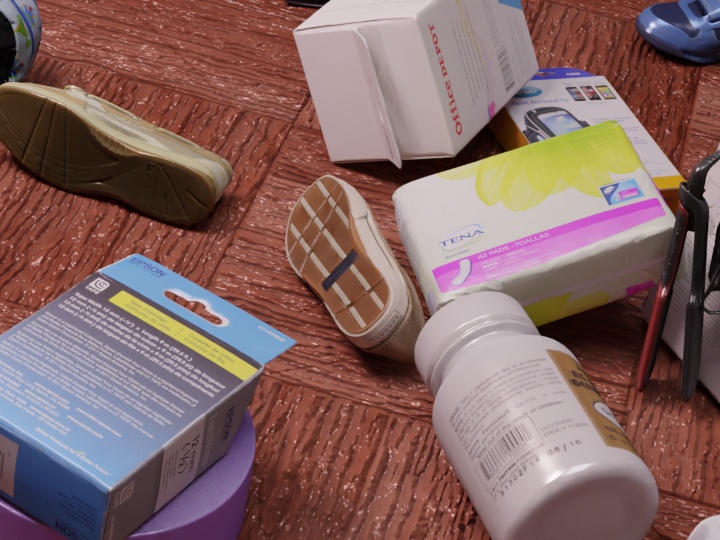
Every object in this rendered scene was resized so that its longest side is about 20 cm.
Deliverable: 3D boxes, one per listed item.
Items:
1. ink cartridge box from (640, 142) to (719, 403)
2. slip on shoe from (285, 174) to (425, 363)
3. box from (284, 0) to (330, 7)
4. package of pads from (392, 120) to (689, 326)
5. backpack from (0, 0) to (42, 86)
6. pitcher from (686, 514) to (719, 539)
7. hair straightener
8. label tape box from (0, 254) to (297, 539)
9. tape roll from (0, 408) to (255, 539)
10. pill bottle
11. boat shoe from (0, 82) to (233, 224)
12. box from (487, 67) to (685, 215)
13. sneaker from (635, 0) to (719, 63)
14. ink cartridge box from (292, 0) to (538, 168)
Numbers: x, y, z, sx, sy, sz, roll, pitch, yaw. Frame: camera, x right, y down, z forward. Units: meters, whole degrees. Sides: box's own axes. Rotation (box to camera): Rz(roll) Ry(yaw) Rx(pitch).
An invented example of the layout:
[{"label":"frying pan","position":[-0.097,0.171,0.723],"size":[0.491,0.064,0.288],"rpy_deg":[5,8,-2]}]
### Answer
[{"label":"ink cartridge box","position":[0.308,0.023,1.506],"size":[0.045,0.176,0.200],"rpy_deg":[-2,38,-33]},{"label":"slip on shoe","position":[0.000,0.000,1.560],"size":[0.061,0.076,0.200],"rpy_deg":[37,11,-36]},{"label":"box","position":[-0.018,-0.370,1.916],"size":[0.104,0.200,0.148],"rpy_deg":[3,37,-11]},{"label":"package of pads","position":[0.135,-0.031,1.575],"size":[0.200,0.068,0.155],"rpy_deg":[-18,40,-3]},{"label":"backpack","position":[-0.362,-0.209,1.662],"size":[0.200,0.163,0.154],"rpy_deg":[25,24,7]},{"label":"pitcher","position":[0.317,0.241,1.286],"size":[0.171,0.122,0.200],"rpy_deg":[1,25,-25]},{"label":"hair straightener","position":[0.261,0.005,1.500],"size":[0.077,0.201,0.041],"rpy_deg":[14,16,13]},{"label":"label tape box","position":[-0.157,0.080,1.301],"size":[0.143,0.066,0.200],"rpy_deg":[28,37,21]},{"label":"tape roll","position":[-0.172,0.127,1.340],"size":[0.200,0.066,0.200],"rpy_deg":[8,36,-6]},{"label":"pill bottle","position":[0.114,0.110,1.395],"size":[0.114,0.115,0.200],"rpy_deg":[-6,40,-22]},{"label":"boat shoe","position":[-0.202,-0.102,1.629],"size":[0.200,0.073,0.063],"rpy_deg":[21,31,7]},{"label":"box","position":[0.190,-0.111,1.769],"size":[0.119,0.042,0.200],"rpy_deg":[-5,37,-20]},{"label":"sneaker","position":[0.363,-0.250,1.960],"size":[0.199,0.082,0.074],"rpy_deg":[-3,40,-15]},{"label":"ink cartridge box","position":[0.043,-0.181,1.713],"size":[0.125,0.129,0.200],"rpy_deg":[-2,27,33]}]
